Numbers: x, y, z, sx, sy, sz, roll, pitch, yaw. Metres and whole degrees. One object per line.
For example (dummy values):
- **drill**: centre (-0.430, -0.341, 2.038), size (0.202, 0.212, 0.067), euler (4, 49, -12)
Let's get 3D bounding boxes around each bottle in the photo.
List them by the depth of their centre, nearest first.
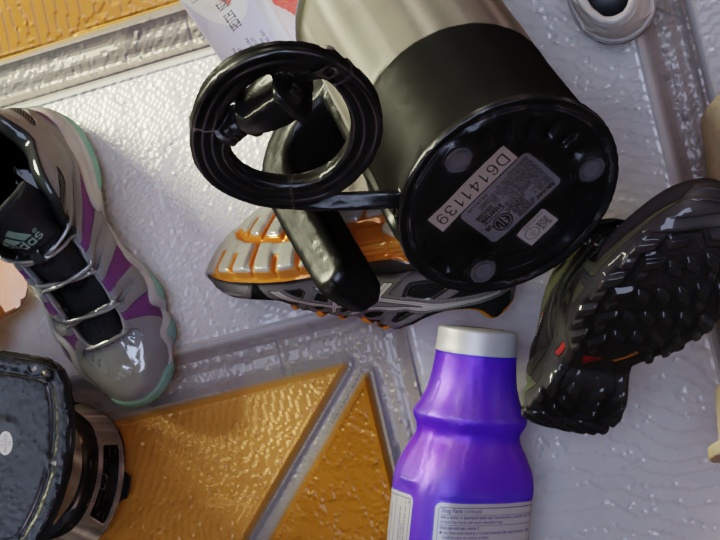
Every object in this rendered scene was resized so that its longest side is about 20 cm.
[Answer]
- **bottle**: centre (0.058, 0.133, 0.851), size (0.065, 0.083, 0.202), euler (7, 92, 57)

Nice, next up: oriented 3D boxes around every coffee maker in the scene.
- **coffee maker**: centre (-0.237, 0.096, 0.844), size (0.191, 0.200, 0.135), euler (32, 79, 5)

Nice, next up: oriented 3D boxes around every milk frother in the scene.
- **milk frother**: centre (0.002, -0.101, 0.757), size (0.180, 0.200, 0.189), euler (-31, 44, 4)

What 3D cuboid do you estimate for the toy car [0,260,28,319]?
- **toy car**: centre (-0.307, -0.009, 0.913), size (0.198, 0.184, 0.179), euler (-2, 88, -17)

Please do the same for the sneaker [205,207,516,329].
- **sneaker**: centre (0.000, 0.000, 0.871), size (0.198, 0.079, 0.078), euler (-3, 129, 26)

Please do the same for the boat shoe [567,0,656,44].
- **boat shoe**: centre (0.129, -0.231, 0.845), size (0.073, 0.065, 0.202), euler (-19, 86, 12)

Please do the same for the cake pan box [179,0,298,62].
- **cake pan box**: centre (-0.038, -0.221, 0.890), size (0.184, 0.052, 0.201), euler (-34, 83, 8)

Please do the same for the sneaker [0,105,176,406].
- **sneaker**: centre (-0.186, -0.008, 0.874), size (0.077, 0.140, 0.201), euler (-30, 83, 10)

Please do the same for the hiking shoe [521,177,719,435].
- **hiking shoe**: centre (0.134, 0.001, 0.778), size (0.075, 0.200, 0.101), euler (13, 52, -14)

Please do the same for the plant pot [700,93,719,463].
- **plant pot**: centre (0.260, -0.011, 0.766), size (0.199, 0.200, 0.185), euler (-12, 75, 12)
